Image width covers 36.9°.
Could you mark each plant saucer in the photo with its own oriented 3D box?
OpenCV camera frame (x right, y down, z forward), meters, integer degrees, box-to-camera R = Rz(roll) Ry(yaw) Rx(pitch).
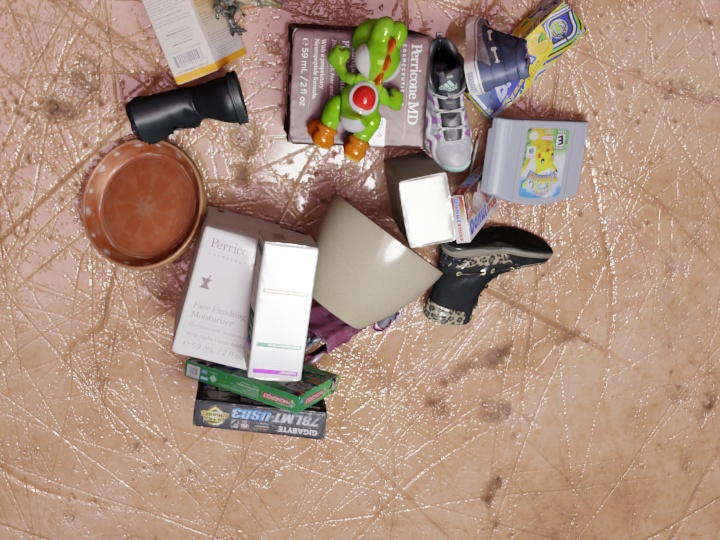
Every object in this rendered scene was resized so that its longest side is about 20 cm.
[{"bbox_3d":[-0.326,-0.099,1.634,0.199,0.032,0.201,-2,82,15],"label":"plant saucer"}]

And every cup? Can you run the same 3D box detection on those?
[{"bbox_3d":[0.000,0.000,1.597,0.200,0.200,0.143,36,94,-14],"label":"cup"}]

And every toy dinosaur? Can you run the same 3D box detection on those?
[{"bbox_3d":[-0.189,-0.393,1.549,0.047,0.200,0.089,-12,73,34],"label":"toy dinosaur"}]

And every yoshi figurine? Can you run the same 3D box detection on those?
[{"bbox_3d":[0.004,-0.260,1.478,0.112,0.112,0.200,40,117,25],"label":"yoshi figurine"}]

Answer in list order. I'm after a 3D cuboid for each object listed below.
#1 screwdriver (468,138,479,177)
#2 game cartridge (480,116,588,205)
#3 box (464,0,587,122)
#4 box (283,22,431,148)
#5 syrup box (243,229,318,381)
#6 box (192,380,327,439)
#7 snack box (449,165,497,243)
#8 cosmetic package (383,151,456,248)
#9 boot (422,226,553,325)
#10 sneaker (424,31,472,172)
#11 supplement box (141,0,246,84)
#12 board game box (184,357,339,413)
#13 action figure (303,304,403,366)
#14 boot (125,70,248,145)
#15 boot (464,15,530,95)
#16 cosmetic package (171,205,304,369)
[{"bbox_3d":[0.164,-0.113,1.721,0.029,0.028,0.201,-5,111,-35],"label":"screwdriver"},{"bbox_3d":[0.272,-0.169,1.668,0.199,0.040,0.134,-5,111,-37],"label":"game cartridge"},{"bbox_3d":[0.246,-0.324,1.652,0.200,0.070,0.064,-44,113,6],"label":"box"},{"bbox_3d":[-0.010,-0.275,1.592,0.199,0.164,0.167,1,104,-7],"label":"box"},{"bbox_3d":[-0.115,0.050,1.539,0.081,0.079,0.201,7,104,-11],"label":"syrup box"},{"bbox_3d":[-0.157,0.196,1.681,0.199,0.199,0.050,7,102,-8],"label":"box"},{"bbox_3d":[0.174,-0.105,1.643,0.024,0.200,0.072,-4,107,21],"label":"snack box"},{"bbox_3d":[0.087,-0.110,1.626,0.073,0.200,0.104,-11,105,-2],"label":"cosmetic package"},{"bbox_3d":[0.201,0.010,1.742,0.203,0.074,0.154,0,125,-27],"label":"boot"},{"bbox_3d":[0.127,-0.253,1.594,0.077,0.140,0.201,-14,82,-7],"label":"sneaker"},{"bbox_3d":[-0.251,-0.383,1.552,0.073,0.126,0.201,-15,106,21],"label":"supplement box"},{"bbox_3d":[-0.151,0.162,1.663,0.199,0.134,0.029,15,104,23],"label":"board game box"},{"bbox_3d":[-0.013,0.082,1.718,0.199,0.134,0.149,-22,146,-26],"label":"action figure"},{"bbox_3d":[-0.252,-0.231,1.559,0.167,0.200,0.077,-17,102,-7],"label":"boot"},{"bbox_3d":[0.204,-0.322,1.582,0.090,0.200,0.073,-11,127,15],"label":"boot"},{"bbox_3d":[-0.184,0.027,1.651,0.164,0.165,0.201,14,102,-11],"label":"cosmetic package"}]
